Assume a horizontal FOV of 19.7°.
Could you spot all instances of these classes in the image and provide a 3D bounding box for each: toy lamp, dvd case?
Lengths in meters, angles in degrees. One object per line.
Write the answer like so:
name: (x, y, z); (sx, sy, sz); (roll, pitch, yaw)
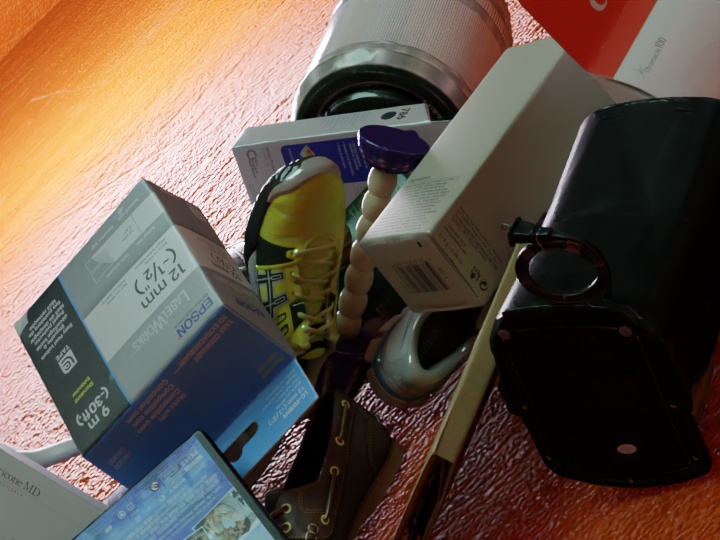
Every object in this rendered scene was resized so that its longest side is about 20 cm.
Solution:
toy lamp: (0.000, 0.000, 1.448); (0.058, 0.058, 0.202); (-104, 28, -66)
dvd case: (-0.095, 0.214, 1.269); (0.142, 0.018, 0.200); (-41, 62, -2)

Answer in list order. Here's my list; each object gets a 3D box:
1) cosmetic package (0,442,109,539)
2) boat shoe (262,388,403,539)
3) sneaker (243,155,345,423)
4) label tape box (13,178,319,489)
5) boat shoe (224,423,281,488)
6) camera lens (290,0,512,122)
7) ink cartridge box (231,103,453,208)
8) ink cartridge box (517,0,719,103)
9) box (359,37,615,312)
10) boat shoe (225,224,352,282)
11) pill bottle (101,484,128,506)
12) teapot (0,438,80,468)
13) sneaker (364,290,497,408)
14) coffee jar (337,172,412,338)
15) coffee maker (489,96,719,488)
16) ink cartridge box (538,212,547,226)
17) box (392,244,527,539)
cosmetic package: (-0.199, 0.221, 1.341); (0.152, 0.199, 0.052); (-61, -16, -2)
boat shoe: (-0.039, 0.167, 1.364); (0.070, 0.070, 0.201); (-21, 31, 40)
sneaker: (-0.037, 0.014, 1.401); (0.075, 0.201, 0.076); (-15, 43, -33)
label tape box: (-0.132, 0.058, 1.368); (0.143, 0.066, 0.200); (-46, 48, 13)
boat shoe: (-0.118, 0.144, 1.545); (0.074, 0.066, 0.201); (-19, 32, 45)
camera lens: (0.038, -0.154, 1.705); (0.159, 0.160, 0.201); (-27, 26, 33)
ink cartridge box: (0.006, -0.073, 1.616); (0.198, 0.100, 0.039); (-4, 30, 24)
ink cartridge box: (0.213, -0.164, 1.368); (0.057, 0.200, 0.163); (-19, 31, 48)
box: (0.091, -0.066, 1.387); (0.082, 0.069, 0.200); (-6, 40, 53)
boat shoe: (-0.093, 0.025, 1.498); (0.198, 0.068, 0.072); (-20, 17, 2)
pill bottle: (-0.166, 0.223, 1.418); (0.200, 0.111, 0.111); (-42, 21, 2)
teapot: (-0.272, 0.222, 1.543); (0.199, 0.146, 0.199); (-11, 62, 42)
sneaker: (0.084, 0.008, 1.427); (0.201, 0.075, 0.087); (-57, 9, -15)
coffee jar: (-0.010, 0.019, 1.545); (0.200, 0.085, 0.105); (-40, 57, 6)
coffee maker: (0.163, -0.009, 1.188); (0.134, 0.193, 0.201); (14, 48, 14)
ink cartridge box: (0.163, -0.033, 1.390); (0.117, 0.067, 0.201); (-18, 32, 44)
box: (0.063, 0.090, 1.275); (0.164, 0.021, 0.201); (106, -172, -48)
